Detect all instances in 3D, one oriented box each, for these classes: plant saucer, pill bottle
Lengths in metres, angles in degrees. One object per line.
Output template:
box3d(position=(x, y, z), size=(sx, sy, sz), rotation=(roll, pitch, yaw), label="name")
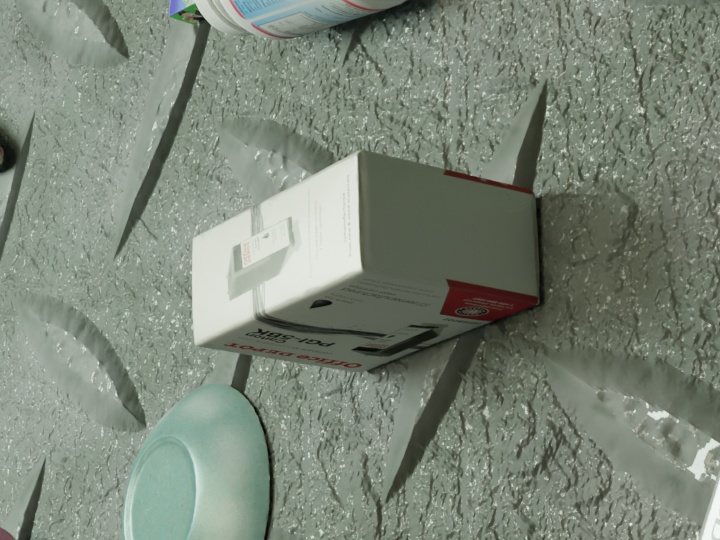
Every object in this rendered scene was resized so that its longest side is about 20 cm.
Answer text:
box3d(position=(-0.140, 0.183, 1.648), size=(0.201, 0.039, 0.201), rotation=(-24, 61, 51), label="plant saucer")
box3d(position=(-0.042, -0.231, 1.585), size=(0.200, 0.109, 0.109), rotation=(-8, 73, 54), label="pill bottle")

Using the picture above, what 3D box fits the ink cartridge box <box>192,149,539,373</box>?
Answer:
box3d(position=(0.000, 0.000, 1.411), size=(0.200, 0.147, 0.083), rotation=(-25, 61, 51), label="ink cartridge box")

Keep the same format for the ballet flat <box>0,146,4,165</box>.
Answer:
box3d(position=(-0.411, -0.126, 2.126), size=(0.200, 0.076, 0.064), rotation=(-8, 56, 51), label="ballet flat")

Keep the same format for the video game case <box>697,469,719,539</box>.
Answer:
box3d(position=(0.257, 0.140, 1.078), size=(0.200, 0.045, 0.182), rotation=(24, 100, 56), label="video game case")

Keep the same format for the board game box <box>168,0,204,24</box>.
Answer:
box3d(position=(-0.107, -0.319, 1.783), size=(0.135, 0.029, 0.200), rotation=(-17, 65, 51), label="board game box")

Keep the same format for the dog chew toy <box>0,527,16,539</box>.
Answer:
box3d(position=(-0.316, 0.291, 1.805), size=(0.125, 0.124, 0.200), rotation=(-59, 29, 25), label="dog chew toy")
